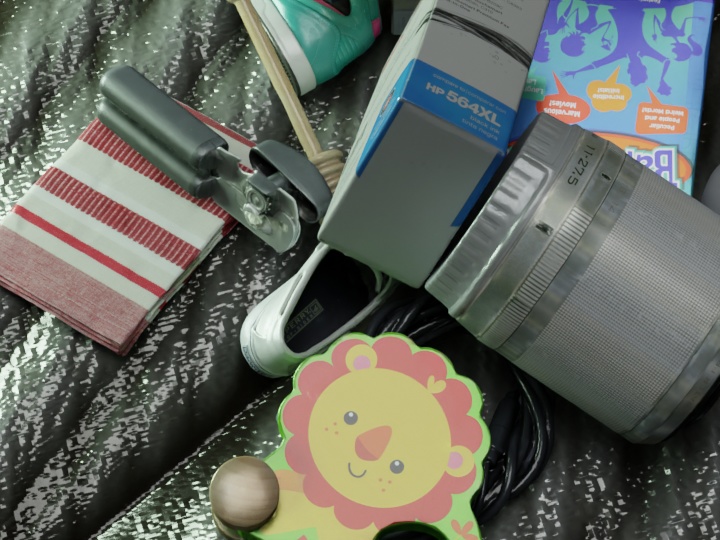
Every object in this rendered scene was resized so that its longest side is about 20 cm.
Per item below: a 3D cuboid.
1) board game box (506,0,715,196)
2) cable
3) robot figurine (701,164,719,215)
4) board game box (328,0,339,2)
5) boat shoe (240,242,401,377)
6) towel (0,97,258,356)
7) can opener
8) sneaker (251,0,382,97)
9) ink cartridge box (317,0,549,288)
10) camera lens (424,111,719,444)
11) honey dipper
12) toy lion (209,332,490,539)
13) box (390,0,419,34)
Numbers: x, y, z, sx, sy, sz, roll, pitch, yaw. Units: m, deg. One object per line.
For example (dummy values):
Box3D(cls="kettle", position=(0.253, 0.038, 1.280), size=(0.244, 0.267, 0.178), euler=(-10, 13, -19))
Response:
Box3D(cls="board game box", position=(0.175, -0.118, 1.667), size=(0.151, 0.045, 0.201), euler=(7, 70, 5))
Box3D(cls="cable", position=(0.053, 0.098, 1.554), size=(0.200, 0.051, 0.163), euler=(-33, 64, -18))
Box3D(cls="robot figurine", position=(0.329, -0.070, 1.608), size=(0.150, 0.125, 0.200), euler=(34, 64, 19))
Box3D(cls="board game box", position=(0.029, -0.273, 1.705), size=(0.199, 0.035, 0.136), euler=(-15, 58, -35))
Box3D(cls="boat shoe", position=(0.000, 0.000, 1.590), size=(0.074, 0.065, 0.200), euler=(45, 65, -15))
Box3D(cls="towel", position=(-0.171, -0.042, 1.660), size=(0.144, 0.023, 0.200), euler=(29, 62, 19))
Box3D(cls="can opener", position=(-0.105, -0.086, 1.648), size=(0.200, 0.053, 0.067), euler=(38, 49, 26))
Box3D(cls="sneaker", position=(-0.042, -0.240, 1.738), size=(0.120, 0.084, 0.200), euler=(-26, 70, -9))
Box3D(cls="ink cartridge box", position=(0.054, -0.112, 1.564), size=(0.084, 0.146, 0.200), euler=(26, 43, -5))
Box3D(cls="camera lens", position=(0.164, 0.008, 1.520), size=(0.200, 0.160, 0.160), euler=(33, 63, -1))
Box3D(cls="honey dipper", position=(-0.053, -0.130, 1.661), size=(0.038, 0.038, 0.201), euler=(-23, 82, -13))
Box3D(cls="toy lion", position=(0.011, 0.148, 1.487), size=(0.191, 0.069, 0.200), euler=(-35, 75, -11))
Box3D(cls="box", position=(0.095, -0.275, 1.787), size=(0.144, 0.036, 0.201), euler=(-1, 60, 1))
